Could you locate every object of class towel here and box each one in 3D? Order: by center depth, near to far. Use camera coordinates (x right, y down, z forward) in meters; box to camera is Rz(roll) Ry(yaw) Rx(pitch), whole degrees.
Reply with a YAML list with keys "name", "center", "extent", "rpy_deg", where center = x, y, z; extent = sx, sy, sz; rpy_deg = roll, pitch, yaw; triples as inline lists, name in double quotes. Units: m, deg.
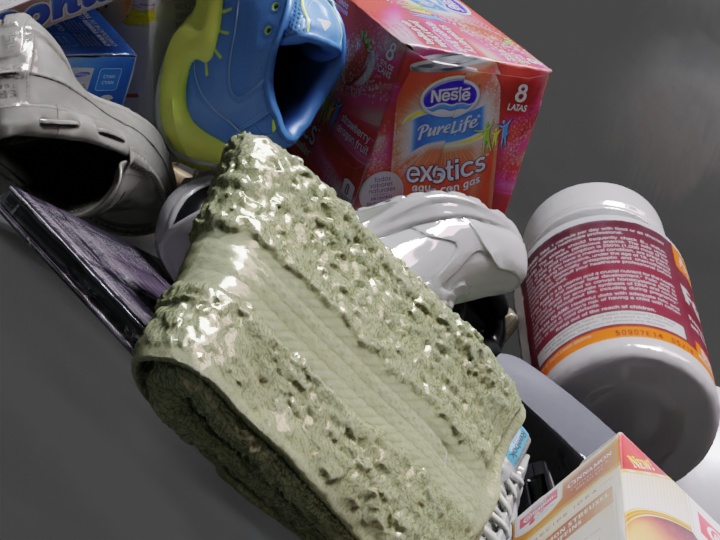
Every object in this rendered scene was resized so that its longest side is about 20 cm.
- name: "towel"
  center: [-0.006, 0.048, 0.906]
  extent: [0.200, 0.036, 0.149]
  rpy_deg: [44, 46, -28]

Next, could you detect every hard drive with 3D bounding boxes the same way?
- name: "hard drive"
  center: [0.125, 0.146, 1.218]
  extent: [0.200, 0.042, 0.135]
  rpy_deg: [45, -38, 30]

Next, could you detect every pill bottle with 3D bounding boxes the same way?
- name: "pill bottle"
  center: [0.156, 0.037, 1.336]
  extent: [0.114, 0.114, 0.200]
  rpy_deg: [42, 24, -25]

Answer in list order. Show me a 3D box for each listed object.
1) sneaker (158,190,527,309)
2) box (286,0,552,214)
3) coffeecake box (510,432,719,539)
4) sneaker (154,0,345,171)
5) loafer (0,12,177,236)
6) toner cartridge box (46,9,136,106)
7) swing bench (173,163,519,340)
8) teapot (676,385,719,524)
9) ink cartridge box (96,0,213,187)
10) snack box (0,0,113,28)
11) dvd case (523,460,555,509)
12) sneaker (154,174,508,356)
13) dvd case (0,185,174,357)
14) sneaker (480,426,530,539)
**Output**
- name: "sneaker"
  center: [0.000, 0.019, 1.003]
  extent: [0.199, 0.078, 0.100]
  rpy_deg: [-4, 72, -34]
- name: "box"
  center: [0.007, -0.105, 1.156]
  extent: [0.095, 0.100, 0.200]
  rpy_deg: [6, 23, -29]
- name: "coffeecake box"
  center: [0.138, 0.184, 0.893]
  extent: [0.153, 0.073, 0.200]
  rpy_deg: [43, 20, -14]
- name: "sneaker"
  center: [-0.041, -0.148, 1.099]
  extent: [0.105, 0.201, 0.076]
  rpy_deg: [4, -6, 42]
- name: "loafer"
  center: [-0.141, -0.053, 1.037]
  extent: [0.200, 0.070, 0.070]
  rpy_deg: [43, 32, -62]
- name: "toner cartridge box"
  center: [-0.208, -0.147, 1.124]
  extent: [0.095, 0.043, 0.200]
  rpy_deg: [-6, 39, -38]
- name: "swing bench"
  center: [-0.027, -0.021, 1.379]
  extent: [0.200, 0.130, 0.199]
  rpy_deg: [48, 1, -25]
- name: "teapot"
  center: [0.184, 0.168, 1.378]
  extent: [0.146, 0.199, 0.199]
  rpy_deg: [-14, 12, -42]
- name: "ink cartridge box"
  center: [-0.128, -0.133, 1.168]
  extent: [0.115, 0.201, 0.068]
  rpy_deg: [3, 8, 44]
- name: "snack box"
  center: [-0.156, -0.151, 1.039]
  extent: [0.072, 0.199, 0.024]
  rpy_deg: [47, -30, 33]
- name: "dvd case"
  center: [0.115, 0.177, 1.089]
  extent: [0.200, 0.017, 0.143]
  rpy_deg: [-37, 107, -86]
- name: "sneaker"
  center: [0.000, 0.000, 1.098]
  extent: [0.199, 0.073, 0.112]
  rpy_deg: [19, -7, -42]
- name: "dvd case"
  center: [-0.084, 0.033, 0.998]
  extent: [0.149, 0.016, 0.200]
  rpy_deg: [45, 4, 16]
- name: "sneaker"
  center: [0.050, 0.111, 1.055]
  extent: [0.075, 0.087, 0.200]
  rpy_deg: [44, 5, -17]
